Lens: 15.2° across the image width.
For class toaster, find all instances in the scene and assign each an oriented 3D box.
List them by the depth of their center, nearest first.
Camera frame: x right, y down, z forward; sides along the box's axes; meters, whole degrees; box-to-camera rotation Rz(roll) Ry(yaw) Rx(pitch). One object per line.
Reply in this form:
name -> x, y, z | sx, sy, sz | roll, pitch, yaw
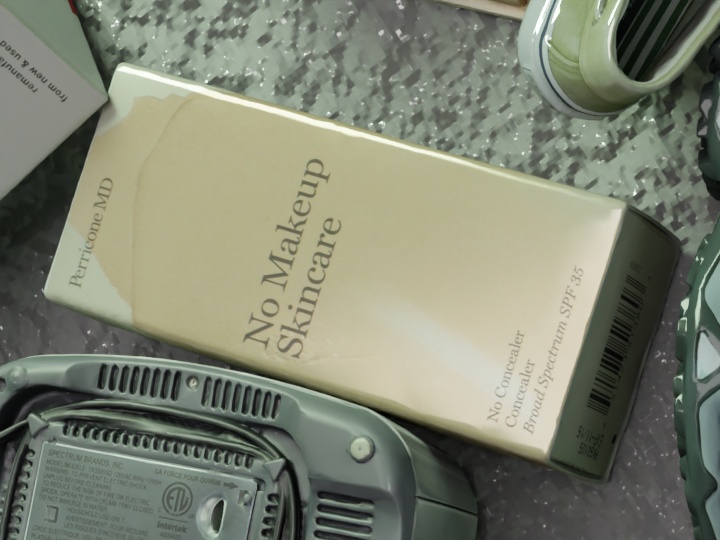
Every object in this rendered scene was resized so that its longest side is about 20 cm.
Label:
toaster -> -0.053, 0.094, 0.921 | 0.198, 0.129, 0.115 | 7, 82, 21

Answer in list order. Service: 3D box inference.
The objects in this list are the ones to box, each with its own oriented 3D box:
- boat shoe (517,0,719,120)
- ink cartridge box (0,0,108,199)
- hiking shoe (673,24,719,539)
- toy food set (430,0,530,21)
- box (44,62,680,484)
boat shoe -> 0.125, -0.136, 0.907 | 0.201, 0.072, 0.062 | -62, 25, -8
ink cartridge box -> -0.201, -0.052, 0.995 | 0.200, 0.083, 0.147 | -42, 32, 10
hiking shoe -> 0.151, 0.010, 0.887 | 0.086, 0.074, 0.202 | 4, 86, 14
toy food set -> 0.017, -0.178, 0.978 | 0.199, 0.060, 0.145 | 16, 87, 22
box -> 0.000, 0.000, 0.944 | 0.199, 0.078, 0.096 | 15, 86, 23
